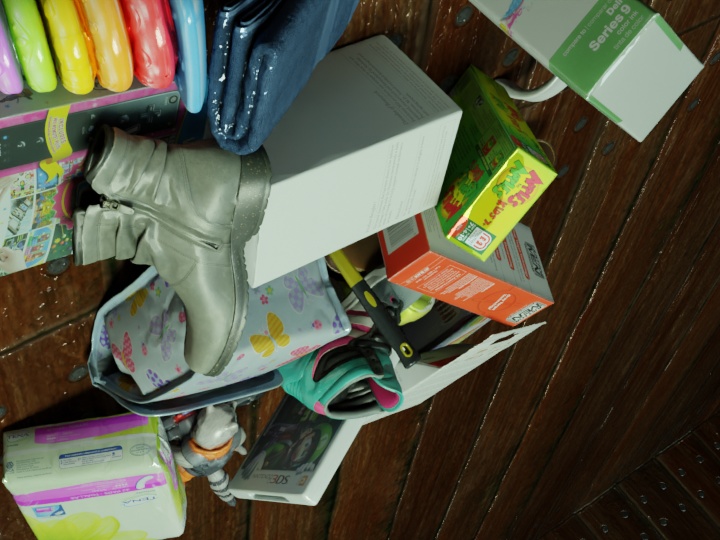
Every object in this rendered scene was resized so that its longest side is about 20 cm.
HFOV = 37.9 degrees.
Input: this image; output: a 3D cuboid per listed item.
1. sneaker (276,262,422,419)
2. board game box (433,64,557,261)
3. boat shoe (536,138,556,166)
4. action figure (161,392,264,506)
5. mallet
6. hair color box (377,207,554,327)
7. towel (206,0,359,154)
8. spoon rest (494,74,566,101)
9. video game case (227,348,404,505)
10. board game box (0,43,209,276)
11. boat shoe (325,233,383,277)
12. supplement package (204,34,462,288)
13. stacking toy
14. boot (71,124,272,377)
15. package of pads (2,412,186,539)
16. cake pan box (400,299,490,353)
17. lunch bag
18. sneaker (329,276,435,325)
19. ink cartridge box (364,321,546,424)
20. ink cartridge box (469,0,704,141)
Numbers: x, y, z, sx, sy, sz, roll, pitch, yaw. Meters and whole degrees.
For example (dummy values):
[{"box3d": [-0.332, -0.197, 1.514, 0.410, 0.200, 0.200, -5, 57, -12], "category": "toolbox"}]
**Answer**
[{"box3d": [0.017, 0.076, 1.038, 0.200, 0.121, 0.084, -37, 147, -8], "category": "sneaker"}, {"box3d": [0.108, -0.105, 0.973, 0.047, 0.200, 0.102, 29, 113, -21], "category": "board game box"}, {"box3d": [0.142, -0.100, 1.130, 0.199, 0.072, 0.068, -21, 175, -30], "category": "boat shoe"}, {"box3d": [-0.150, 0.188, 1.179, 0.199, 0.105, 0.194, -27, 160, -18], "category": "action figure"}, {"box3d": [0.000, 0.000, 0.998, 0.066, 0.200, 0.041, -42, -179, -16], "category": "mallet"}, {"box3d": [0.104, -0.019, 1.059, 0.199, 0.102, 0.061, 20, 136, -41], "category": "hair color box"}, {"box3d": [-0.046, -0.175, 0.730, 0.112, 0.048, 0.200, 110, 6, -48], "category": "towel"}, {"box3d": [0.212, -0.245, 1.036, 0.099, 0.061, 0.200, -5, 137, -49], "category": "spoon rest"}, {"box3d": [-0.049, 0.158, 1.130, 0.181, 0.023, 0.200, -15, -142, 57], "category": "video game case"}, {"box3d": [-0.211, -0.081, 0.734, 0.199, 0.064, 0.148, -22, 148, -34], "category": "board game box"}, {"box3d": [0.038, -0.024, 1.130, 0.199, 0.071, 0.070, -8, 164, -36], "category": "boat shoe"}, {"box3d": [-0.035, -0.095, 0.879, 0.199, 0.117, 0.117, -25, 149, -29], "category": "supplement package"}, {"box3d": [-0.198, -0.146, 0.636, 0.199, 0.117, 0.110, -17, 153, -14], "category": "stacking toy"}, {"box3d": [-0.145, -0.012, 0.753, 0.130, 0.068, 0.201, 0, 122, -24], "category": "boot"}, {"box3d": [-0.259, 0.217, 1.059, 0.153, 0.069, 0.200, -8, 146, -8], "category": "package of pads"}, {"box3d": [0.090, 0.073, 1.301, 0.200, 0.052, 0.184, -39, 165, 26], "category": "cake pan box"}, {"box3d": [-0.135, 0.057, 0.957, 0.169, 0.128, 0.200, -12, 169, -42], "category": "lunch bag"}, {"box3d": [-0.019, 0.049, 1.164, 0.199, 0.076, 0.105, -6, 165, -20], "category": "sneaker"}, {"box3d": [0.092, 0.098, 1.175, 0.200, 0.050, 0.161, -39, 164, 26], "category": "ink cartridge box"}, {"box3d": [0.171, -0.214, 0.877, 0.088, 0.200, 0.145, -52, 150, 15], "category": "ink cartridge box"}]
